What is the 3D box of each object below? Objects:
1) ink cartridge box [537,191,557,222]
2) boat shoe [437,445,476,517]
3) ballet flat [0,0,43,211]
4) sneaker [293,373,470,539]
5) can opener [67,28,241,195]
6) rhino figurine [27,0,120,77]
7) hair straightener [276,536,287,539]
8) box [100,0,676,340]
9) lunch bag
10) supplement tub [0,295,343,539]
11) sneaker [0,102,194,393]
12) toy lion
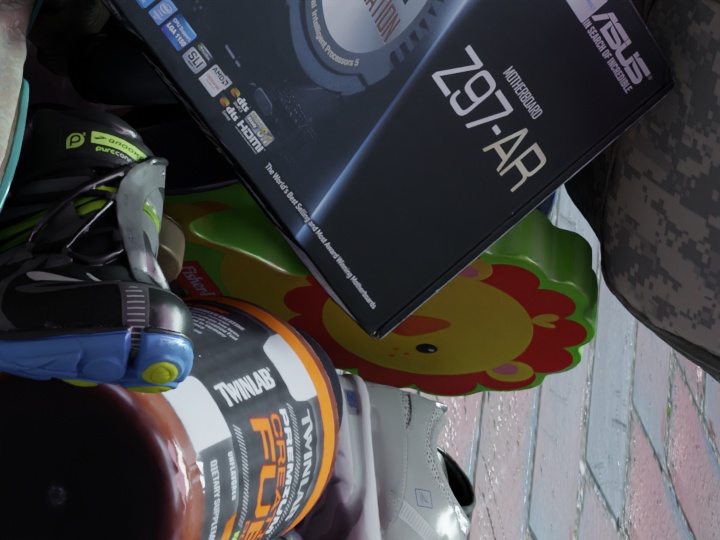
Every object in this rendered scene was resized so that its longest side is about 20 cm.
[{"bbox_3d":[0.023,-0.058,1.205,0.076,0.136,0.200,-66,166,-56],"label":"ink cartridge box"},{"bbox_3d":[0.004,0.094,1.277,0.074,0.063,0.201,53,5,21],"label":"boat shoe"},{"bbox_3d":[-0.150,-0.080,0.942,0.062,0.067,0.200,34,43,-28],"label":"ballet flat"},{"bbox_3d":[0.021,0.135,1.118,0.075,0.082,0.200,137,-50,-57],"label":"sneaker"},{"bbox_3d":[-0.021,-0.089,1.049,0.200,0.063,0.079,-18,120,-26],"label":"can opener"},{"bbox_3d":[-0.094,-0.132,1.091,0.200,0.060,0.088,-40,129,-58],"label":"rhino figurine"},{"bbox_3d":[-0.048,0.108,1.194,0.200,0.041,0.077,14,73,-70],"label":"hair straightener"},{"bbox_3d":[0.008,-0.095,0.990,0.200,0.160,0.044,54,-6,-34],"label":"box"},{"bbox_3d":[0.173,-0.063,1.100,0.168,0.139,0.200,-114,-155,-51],"label":"lunch bag"},{"bbox_3d":[-0.074,0.067,1.020,0.200,0.107,0.107,-22,107,-67],"label":"supplement tub"},{"bbox_3d":[-0.101,-0.012,0.913,0.200,0.071,0.083,-131,-126,-66],"label":"sneaker"},{"bbox_3d":[0.000,0.000,1.128,0.200,0.191,0.069,55,36,-55],"label":"toy lion"}]
